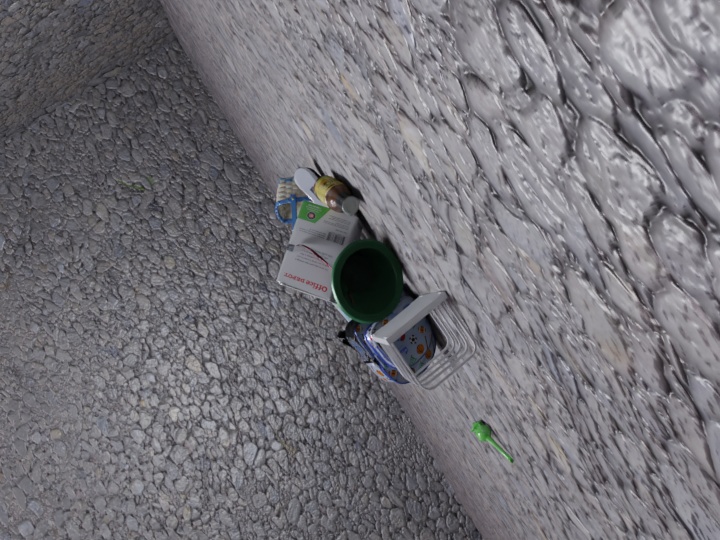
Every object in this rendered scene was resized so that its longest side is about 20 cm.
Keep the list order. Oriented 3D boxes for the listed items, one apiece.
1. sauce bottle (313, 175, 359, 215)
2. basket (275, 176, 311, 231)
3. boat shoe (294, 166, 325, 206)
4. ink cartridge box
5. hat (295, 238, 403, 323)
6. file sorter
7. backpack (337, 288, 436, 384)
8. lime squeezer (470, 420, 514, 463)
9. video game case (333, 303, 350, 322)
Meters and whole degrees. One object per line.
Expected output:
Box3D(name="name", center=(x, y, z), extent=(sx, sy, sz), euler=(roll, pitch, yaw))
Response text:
Box3D(name="sauce bottle", center=(-0.053, -0.168, 1.317), extent=(0.066, 0.064, 0.200), euler=(61, 170, -27))
Box3D(name="basket", center=(-0.199, -0.185, 1.843), extent=(0.177, 0.135, 0.206), euler=(85, -179, -75))
Box3D(name="boat shoe", center=(-0.094, -0.192, 1.529), extent=(0.201, 0.068, 0.057), euler=(52, -153, 0))
Box3D(name="ink cartridge box", center=(-0.095, -0.041, 1.374), extent=(0.142, 0.205, 0.084), euler=(18, 174, 12))
Box3D(name="hat", center=(-0.016, 0.006, 1.302), extent=(0.204, 0.163, 0.175), euler=(68, 163, -12))
Box3D(name="file sorter", center=(0.120, 0.136, 1.122), extent=(0.126, 0.138, 0.200), euler=(54, 173, 0))
Box3D(name="backpack", center=(0.082, 0.155, 1.328), extent=(0.192, 0.199, 0.153), euler=(53, 164, -15))
Box3D(name="lime squeezer", center=(0.295, 0.384, 1.388), extent=(0.069, 0.038, 0.200), euler=(28, -179, -17))
Box3D(name="video game case", center=(-0.018, 0.113, 1.589), extent=(0.141, 0.018, 0.201), euler=(19, 156, 43))
